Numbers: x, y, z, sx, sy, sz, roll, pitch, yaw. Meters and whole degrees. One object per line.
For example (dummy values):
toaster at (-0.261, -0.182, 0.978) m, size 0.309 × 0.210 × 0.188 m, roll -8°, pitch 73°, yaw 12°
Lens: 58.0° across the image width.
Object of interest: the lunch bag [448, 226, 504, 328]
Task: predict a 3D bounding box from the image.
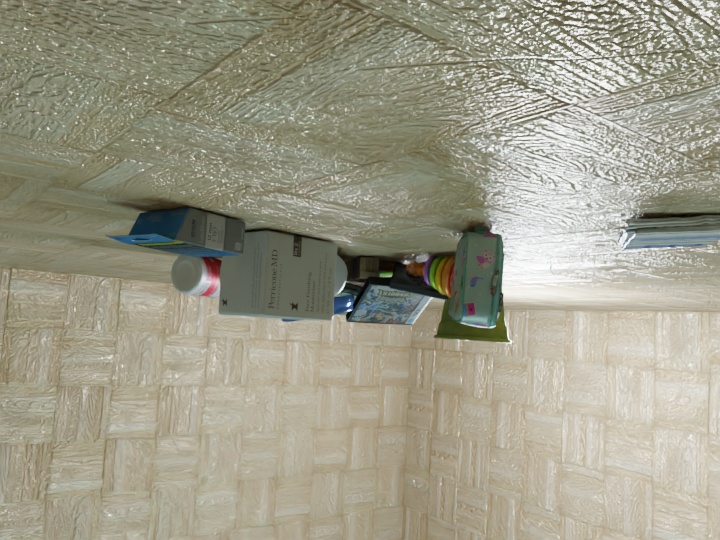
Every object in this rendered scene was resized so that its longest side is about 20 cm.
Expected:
lunch bag at (0.202, 0.010, 1.124) m, size 0.074 × 0.166 × 0.200 m, roll 8°, pitch -179°, yaw 2°

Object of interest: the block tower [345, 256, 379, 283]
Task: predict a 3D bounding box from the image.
block tower at (0.000, 0.000, 1.685) m, size 0.052 × 0.060 × 0.200 m, roll 5°, pitch 176°, yaw -14°

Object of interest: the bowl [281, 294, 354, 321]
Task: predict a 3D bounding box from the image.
bowl at (-0.110, 0.095, 1.627) m, size 0.194 × 0.041 × 0.201 m, roll -9°, pitch 179°, yaw 0°

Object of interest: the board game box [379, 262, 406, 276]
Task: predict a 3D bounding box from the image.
board game box at (0.050, 0.000, 1.784) m, size 0.092 × 0.031 × 0.199 m, roll 3°, pitch 172°, yaw -17°

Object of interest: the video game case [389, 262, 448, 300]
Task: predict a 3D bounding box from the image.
video game case at (0.145, 0.023, 1.587) m, size 0.138 × 0.020 × 0.200 m, roll 12°, pitch -166°, yaw 4°

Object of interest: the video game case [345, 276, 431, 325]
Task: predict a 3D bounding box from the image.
video game case at (0.080, 0.082, 1.668) m, size 0.194 × 0.026 × 0.182 m, roll 4°, pitch 144°, yaw -22°

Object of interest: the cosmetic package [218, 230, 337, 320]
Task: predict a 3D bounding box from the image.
cosmetic package at (-0.174, 0.016, 1.370) m, size 0.162 × 0.171 × 0.196 m, roll -2°, pitch 174°, yaw 44°

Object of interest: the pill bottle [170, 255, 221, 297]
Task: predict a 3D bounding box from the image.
pill bottle at (-0.442, 0.018, 1.864) m, size 0.109 × 0.117 × 0.199 m, roll 1°, pitch 174°, yaw 22°

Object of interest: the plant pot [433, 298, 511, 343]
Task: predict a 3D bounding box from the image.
plant pot at (0.287, 0.083, 1.641) m, size 0.193 × 0.191 × 0.200 m, roll 4°, pitch 175°, yaw 0°

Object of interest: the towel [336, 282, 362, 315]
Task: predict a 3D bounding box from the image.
towel at (-0.098, 0.069, 1.754) m, size 0.194 × 0.038 × 0.149 m, roll 11°, pitch 147°, yaw -17°

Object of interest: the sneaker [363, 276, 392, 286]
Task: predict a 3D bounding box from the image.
sneaker at (0.101, 0.034, 1.745) m, size 0.194 × 0.078 × 0.115 m, roll -2°, pitch -169°, yaw -15°

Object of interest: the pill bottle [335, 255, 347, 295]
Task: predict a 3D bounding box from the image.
pill bottle at (-0.095, 0.013, 1.566) m, size 0.107 × 0.115 × 0.199 m, roll 5°, pitch 175°, yaw -16°

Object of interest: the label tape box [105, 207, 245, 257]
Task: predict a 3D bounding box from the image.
label tape box at (-0.320, -0.070, 1.138) m, size 0.140 × 0.069 × 0.198 m, roll -1°, pitch 170°, yaw 35°

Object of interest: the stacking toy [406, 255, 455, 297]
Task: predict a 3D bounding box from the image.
stacking toy at (0.184, 0.007, 1.480) m, size 0.196 × 0.114 × 0.114 m, roll 15°, pitch -163°, yaw 40°

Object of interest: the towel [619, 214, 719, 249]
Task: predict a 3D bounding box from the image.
towel at (0.463, -0.055, 0.970) m, size 0.142 × 0.025 × 0.199 m, roll -1°, pitch 175°, yaw 20°

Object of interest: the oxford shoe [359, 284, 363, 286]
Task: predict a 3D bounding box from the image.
oxford shoe at (0.014, 0.050, 2.077) m, size 0.195 × 0.076 × 0.070 m, roll 7°, pitch 173°, yaw -34°
